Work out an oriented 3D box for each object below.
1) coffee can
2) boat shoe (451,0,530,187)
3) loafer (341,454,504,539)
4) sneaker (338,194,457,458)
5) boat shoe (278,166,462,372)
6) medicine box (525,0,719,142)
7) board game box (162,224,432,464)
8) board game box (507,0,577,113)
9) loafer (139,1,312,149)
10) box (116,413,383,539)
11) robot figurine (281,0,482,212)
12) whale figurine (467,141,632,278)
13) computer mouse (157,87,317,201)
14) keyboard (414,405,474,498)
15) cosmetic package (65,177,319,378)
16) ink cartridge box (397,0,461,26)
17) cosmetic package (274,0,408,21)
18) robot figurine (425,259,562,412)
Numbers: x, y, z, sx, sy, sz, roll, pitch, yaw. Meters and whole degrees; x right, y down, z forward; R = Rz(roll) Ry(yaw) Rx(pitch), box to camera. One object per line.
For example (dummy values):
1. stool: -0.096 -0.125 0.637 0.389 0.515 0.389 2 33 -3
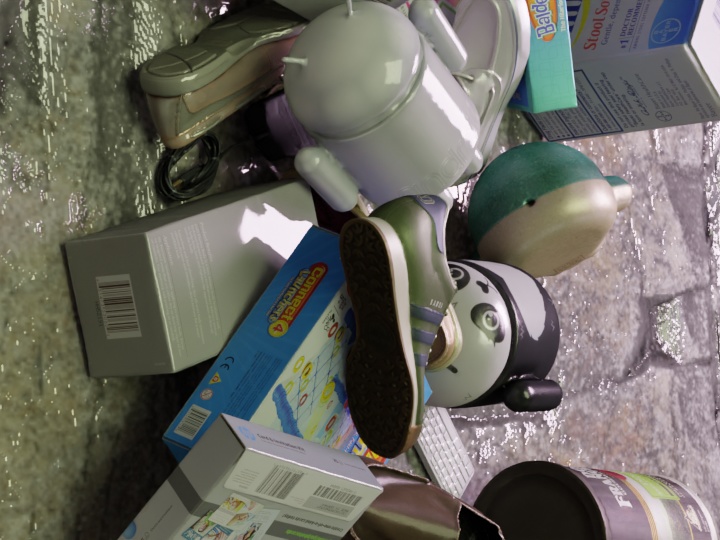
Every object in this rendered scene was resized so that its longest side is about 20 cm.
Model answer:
1. coffee can: 0.207 0.248 1.917 0.200 0.146 0.147 12 75 -52
2. boat shoe: 0.090 -0.154 1.832 0.065 0.073 0.201 -30 138 -47
3. loafer: 0.044 0.184 1.633 0.200 0.071 0.073 21 74 -49
4. sneaker: 0.038 0.035 1.565 0.090 0.067 0.201 -33 131 -38
5. boat shoe: 0.000 0.000 1.692 0.200 0.074 0.066 49 17 10
6. medicine box: 0.256 -0.229 2.012 0.103 0.199 0.183 50 48 -38
7. board game box: -0.041 0.105 1.605 0.200 0.056 0.196 -56 147 -22
8. board game box: 0.135 -0.243 1.890 0.045 0.152 0.201 -10 100 -13
9. loafer: -0.094 -0.154 1.662 0.200 0.072 0.063 -32 126 -45
10. box: -0.098 0.199 1.508 0.156 0.041 0.200 22 111 -49
11. robot figurine: 0.016 -0.126 1.643 0.170 0.113 0.200 -56 135 -13
12. whale figurine: 0.163 -0.052 1.927 0.104 0.159 0.200 64 10 16
13. computer mouse: -0.090 -0.098 1.684 0.200 0.034 0.059 -28 98 -44
14. keyboard: 0.049 0.109 1.843 0.056 0.011 0.201 -51 124 -44
15. cosmetic package: -0.114 0.003 1.589 0.200 0.090 0.107 -20 101 -55
16. ink cartridge box: 0.048 -0.258 1.860 0.200 0.059 0.104 -46 120 -45
17. cosmetic package: -0.017 -0.320 1.642 0.166 0.167 0.201 23 48 -37
18. robot figurine: 0.093 0.051 1.802 0.200 0.149 0.126 3 90 -63
